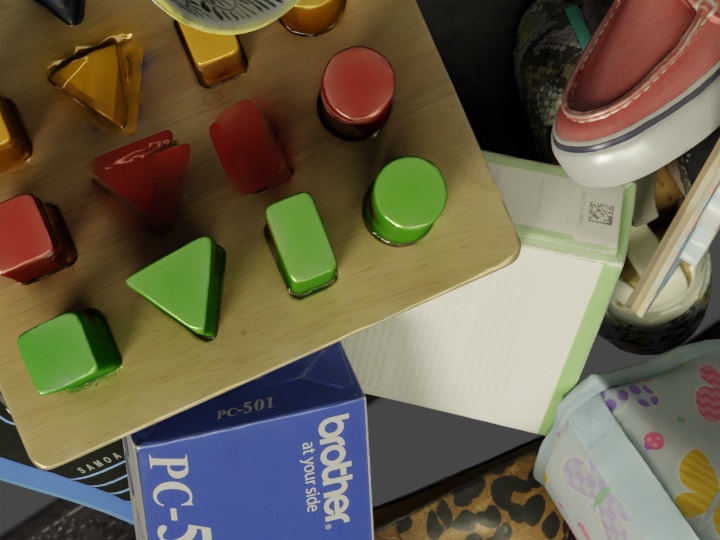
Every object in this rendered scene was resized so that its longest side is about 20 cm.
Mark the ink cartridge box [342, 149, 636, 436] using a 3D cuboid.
[{"bbox_3d":[0.000,0.000,0.938,0.198,0.048,0.146,12,149,0],"label":"ink cartridge box"}]

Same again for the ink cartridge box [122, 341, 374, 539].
[{"bbox_3d":[-0.043,0.126,0.947,0.093,0.044,0.201,-11,127,-11],"label":"ink cartridge box"}]

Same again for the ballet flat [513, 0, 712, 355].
[{"bbox_3d":[0.113,-0.025,0.979,0.072,0.072,0.201,-24,126,-2],"label":"ballet flat"}]

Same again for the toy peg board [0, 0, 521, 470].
[{"bbox_3d":[-0.067,-0.058,0.818,0.199,0.098,0.201,-24,89,-3],"label":"toy peg board"}]

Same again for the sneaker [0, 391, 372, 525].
[{"bbox_3d":[-0.079,0.064,0.953,0.198,0.071,0.078,13,146,-19],"label":"sneaker"}]

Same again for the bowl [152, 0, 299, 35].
[{"bbox_3d":[-0.075,-0.180,0.736,0.093,0.201,0.202,7,130,26],"label":"bowl"}]

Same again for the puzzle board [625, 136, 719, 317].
[{"bbox_3d":[0.175,-0.086,0.892,0.017,0.151,0.201,33,131,10],"label":"puzzle board"}]

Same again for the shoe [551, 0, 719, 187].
[{"bbox_3d":[0.124,-0.128,0.878,0.200,0.071,0.091,-49,126,-25],"label":"shoe"}]

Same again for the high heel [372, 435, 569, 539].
[{"bbox_3d":[0.000,0.096,1.040,0.199,0.071,0.143,34,86,-21],"label":"high heel"}]

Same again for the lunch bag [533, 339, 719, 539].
[{"bbox_3d":[0.171,0.129,0.994,0.127,0.170,0.200,-40,152,11],"label":"lunch bag"}]
